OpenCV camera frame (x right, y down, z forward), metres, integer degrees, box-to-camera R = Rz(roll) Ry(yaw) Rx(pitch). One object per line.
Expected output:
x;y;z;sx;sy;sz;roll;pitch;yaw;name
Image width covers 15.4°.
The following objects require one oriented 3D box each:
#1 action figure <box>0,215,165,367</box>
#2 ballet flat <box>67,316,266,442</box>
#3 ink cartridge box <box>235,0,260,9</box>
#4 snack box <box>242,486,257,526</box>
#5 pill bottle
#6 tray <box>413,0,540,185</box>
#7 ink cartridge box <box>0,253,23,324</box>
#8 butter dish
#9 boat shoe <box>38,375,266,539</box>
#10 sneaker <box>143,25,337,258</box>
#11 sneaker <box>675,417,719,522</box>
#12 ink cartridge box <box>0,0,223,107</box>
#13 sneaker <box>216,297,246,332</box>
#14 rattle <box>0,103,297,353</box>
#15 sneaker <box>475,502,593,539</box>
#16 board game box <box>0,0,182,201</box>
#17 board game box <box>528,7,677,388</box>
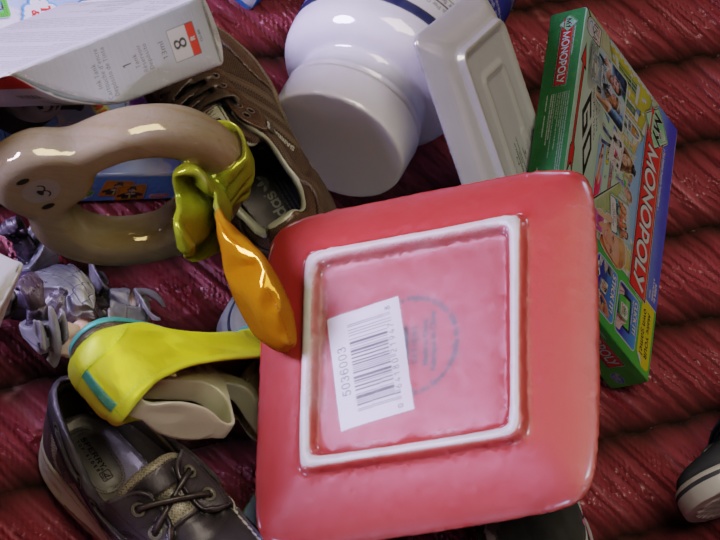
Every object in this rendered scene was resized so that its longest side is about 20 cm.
-0.207;0.011;1.503;0.199;0.070;0.130;6;13;-15;action figure
-0.076;0.065;1.485;0.200;0.067;0.067;4;42;-45;ballet flat
-0.060;-0.290;1.752;0.146;0.084;0.200;38;55;7;ink cartridge box
0.000;0.223;1.475;0.200;0.053;0.142;29;53;0;snack box
0.021;-0.148;1.672;0.120;0.120;0.200;28;54;-1;pill bottle
0.091;-0.067;1.620;0.107;0.022;0.200;-45;120;-58;tray
-0.276;0.045;1.397;0.145;0.200;0.088;26;51;-2;ink cartridge box
0.055;0.067;1.468;0.199;0.148;0.201;-10;63;22;butter dish
-0.111;0.128;1.449;0.072;0.065;0.200;-33;51;-22;boat shoe
-0.077;-0.088;1.565;0.070;0.076;0.200;-38;71;0;sneaker
0.255;0.093;1.635;0.200;0.078;0.080;-17;71;-40;sneaker
-0.199;-0.101;1.497;0.200;0.162;0.050;-29;109;-30;ink cartridge box
0.000;0.000;1.602;0.200;0.071;0.073;-28;72;-31;sneaker
-0.150;-0.012;1.447;0.200;0.130;0.143;3;69;-29;rattle
0.091;0.134;1.557;0.080;0.086;0.200;-16;42;7;sneaker
-0.199;-0.112;1.622;0.199;0.037;0.152;-2;61;-22;board game box
0.149;-0.046;1.662;0.135;0.029;0.200;47;42;-41;board game box
